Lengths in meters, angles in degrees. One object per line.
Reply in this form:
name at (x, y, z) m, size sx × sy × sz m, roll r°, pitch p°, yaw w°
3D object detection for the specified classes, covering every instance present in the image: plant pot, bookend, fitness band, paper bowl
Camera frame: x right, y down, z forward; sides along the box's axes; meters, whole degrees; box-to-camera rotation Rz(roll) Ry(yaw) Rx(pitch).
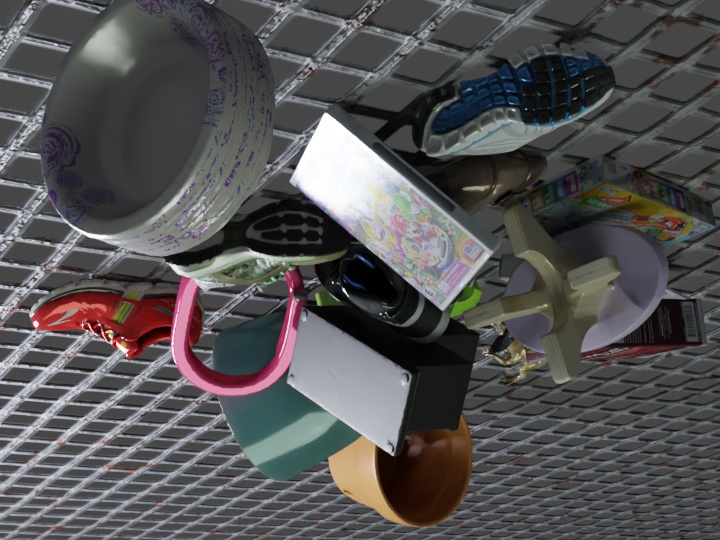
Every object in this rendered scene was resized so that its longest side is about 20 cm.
plant pot at (0.048, 0.272, 2.135) m, size 0.200 × 0.201 × 0.140 m, roll 15°, pitch 166°, yaw -40°
bookend at (0.061, 0.111, 1.570) m, size 0.199 × 0.093 × 0.198 m, roll 0°, pitch -161°, yaw -39°
plant pot at (-0.058, 0.133, 1.763) m, size 0.160 × 0.201 × 0.200 m, roll -23°, pitch 153°, yaw 18°
fitness band at (-0.137, 0.055, 1.626) m, size 0.143 × 0.037 × 0.201 m, roll 7°, pitch 123°, yaw -12°
paper bowl at (-0.148, -0.110, 1.137) m, size 0.200 × 0.202 × 0.104 m, roll -20°, pitch 155°, yaw 31°

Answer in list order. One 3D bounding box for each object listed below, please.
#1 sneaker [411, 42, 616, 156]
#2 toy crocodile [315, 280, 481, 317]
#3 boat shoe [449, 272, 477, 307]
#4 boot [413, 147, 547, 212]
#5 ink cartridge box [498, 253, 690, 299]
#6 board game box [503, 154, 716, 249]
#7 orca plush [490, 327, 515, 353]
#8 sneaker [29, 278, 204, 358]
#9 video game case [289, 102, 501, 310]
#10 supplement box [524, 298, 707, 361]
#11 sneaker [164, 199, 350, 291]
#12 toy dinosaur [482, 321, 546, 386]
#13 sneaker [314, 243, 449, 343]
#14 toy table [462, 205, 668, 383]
sneaker at (0.147, -0.147, 1.307) m, size 0.199 × 0.075 × 0.086 m, roll -13°, pitch 164°, yaw 38°
toy crocodile at (0.045, 0.036, 1.710) m, size 0.199 × 0.068 × 0.062 m, roll 0°, pitch 150°, yaw -18°
boat shoe at (0.098, -0.013, 1.595) m, size 0.068 × 0.074 × 0.200 m, roll 3°, pitch 151°, yaw 17°
boot at (0.089, -0.079, 1.450) m, size 0.146 × 0.071 × 0.200 m, roll -12°, pitch -178°, yaw -24°
ink cartridge box at (0.265, 0.007, 1.650) m, size 0.199 × 0.037 × 0.095 m, roll 4°, pitch 170°, yaw 37°
board game box at (0.271, -0.061, 1.572) m, size 0.199 × 0.034 × 0.134 m, roll 15°, pitch 150°, yaw -41°
orca plush at (0.239, 0.061, 1.805) m, size 0.199 × 0.106 × 0.071 m, roll -21°, pitch -154°, yaw -27°
sneaker at (-0.277, 0.059, 1.663) m, size 0.199 × 0.085 × 0.077 m, roll -2°, pitch 156°, yaw -10°
video game case at (0.029, -0.057, 1.378) m, size 0.200 × 0.018 × 0.143 m, roll 40°, pitch 151°, yaw 3°
supplement box at (0.302, 0.071, 1.731) m, size 0.199 × 0.061 × 0.109 m, roll 1°, pitch 168°, yaw -33°
sneaker at (-0.100, -0.016, 1.525) m, size 0.199 × 0.077 × 0.089 m, roll -4°, pitch 144°, yaw 18°
toy dinosaur at (0.233, 0.114, 1.949) m, size 0.199 × 0.058 × 0.101 m, roll 15°, pitch 148°, yaw -41°
sneaker at (0.000, 0.000, 1.533) m, size 0.200 × 0.073 × 0.112 m, roll 28°, pitch 174°, yaw 44°
toy table at (0.208, 0.024, 1.509) m, size 0.200 × 0.184 × 0.117 m, roll -37°, pitch 159°, yaw 33°
